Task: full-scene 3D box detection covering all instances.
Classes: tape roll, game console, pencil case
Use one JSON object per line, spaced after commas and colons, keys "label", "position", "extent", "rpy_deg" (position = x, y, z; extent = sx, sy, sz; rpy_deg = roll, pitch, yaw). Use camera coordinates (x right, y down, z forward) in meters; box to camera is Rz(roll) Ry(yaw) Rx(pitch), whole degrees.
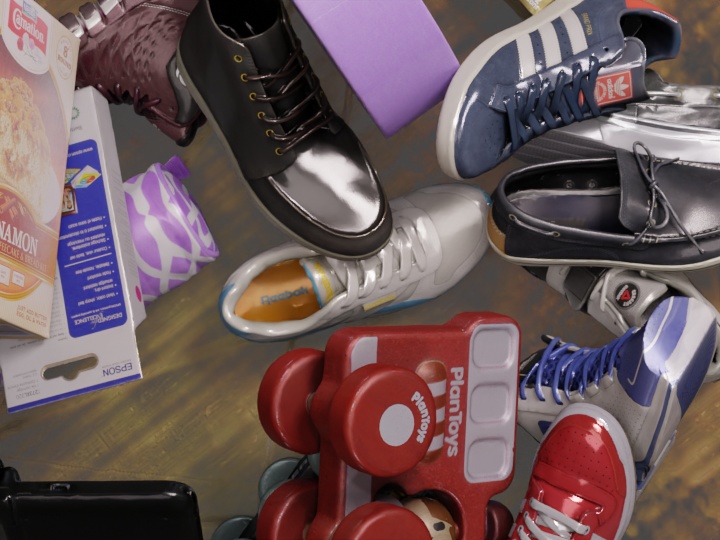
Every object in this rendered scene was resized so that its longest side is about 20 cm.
{"label": "tape roll", "position": [-0.014, -0.184, 1.059], "extent": [0.065, 0.200, 0.201], "rpy_deg": [-34, 89, 3]}
{"label": "game console", "position": [-0.183, 0.151, 1.069], "extent": [0.175, 0.200, 0.117], "rpy_deg": [-1, 52, 0]}
{"label": "pencil case", "position": [-0.195, 0.004, 1.135], "extent": [0.199, 0.086, 0.084], "rpy_deg": [-29, 129, 3]}

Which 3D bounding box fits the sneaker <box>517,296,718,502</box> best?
{"label": "sneaker", "position": [0.151, 0.080, 1.072], "extent": [0.115, 0.200, 0.081], "rpy_deg": [30, 59, 14]}

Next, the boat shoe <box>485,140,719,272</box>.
{"label": "boat shoe", "position": [0.178, -0.042, 1.064], "extent": [0.199, 0.062, 0.075], "rpy_deg": [-2, 57, 8]}

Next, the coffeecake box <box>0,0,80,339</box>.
{"label": "coffeecake box", "position": [-0.241, -0.071, 1.001], "extent": [0.073, 0.153, 0.201], "rpy_deg": [0, 78, 16]}

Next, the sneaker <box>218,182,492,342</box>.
{"label": "sneaker", "position": [0.000, 0.000, 1.117], "extent": [0.199, 0.081, 0.077], "rpy_deg": [-24, 89, 6]}

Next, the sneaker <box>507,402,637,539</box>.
{"label": "sneaker", "position": [0.105, 0.183, 1.023], "extent": [0.071, 0.112, 0.201], "rpy_deg": [26, 121, 26]}

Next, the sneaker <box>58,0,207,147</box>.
{"label": "sneaker", "position": [-0.172, -0.120, 1.133], "extent": [0.199, 0.076, 0.116], "rpy_deg": [-33, 92, 2]}

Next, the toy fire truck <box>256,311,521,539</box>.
{"label": "toy fire truck", "position": [0.032, 0.128, 1.043], "extent": [0.167, 0.112, 0.201], "rpy_deg": [-1, 94, -33]}

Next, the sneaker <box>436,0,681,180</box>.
{"label": "sneaker", "position": [0.130, -0.117, 1.041], "extent": [0.084, 0.075, 0.200], "rpy_deg": [24, 52, 34]}

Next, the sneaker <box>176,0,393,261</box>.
{"label": "sneaker", "position": [-0.048, -0.098, 1.050], "extent": [0.075, 0.106, 0.200], "rpy_deg": [-37, 81, -19]}

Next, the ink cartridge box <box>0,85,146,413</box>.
{"label": "ink cartridge box", "position": [-0.196, -0.013, 1.075], "extent": [0.094, 0.037, 0.201], "rpy_deg": [-15, 72, 10]}

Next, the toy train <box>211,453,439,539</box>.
{"label": "toy train", "position": [-0.020, 0.177, 1.126], "extent": [0.114, 0.085, 0.200], "rpy_deg": [39, 93, -7]}

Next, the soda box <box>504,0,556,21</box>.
{"label": "soda box", "position": [0.073, -0.258, 1.119], "extent": [0.064, 0.068, 0.200], "rpy_deg": [-44, 88, 4]}

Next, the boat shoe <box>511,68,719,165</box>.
{"label": "boat shoe", "position": [0.189, -0.100, 1.122], "extent": [0.199, 0.072, 0.071], "rpy_deg": [8, 71, -2]}

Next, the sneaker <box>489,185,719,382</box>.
{"label": "sneaker", "position": [0.172, 0.002, 1.108], "extent": [0.200, 0.089, 0.074], "rpy_deg": [36, 94, 4]}
